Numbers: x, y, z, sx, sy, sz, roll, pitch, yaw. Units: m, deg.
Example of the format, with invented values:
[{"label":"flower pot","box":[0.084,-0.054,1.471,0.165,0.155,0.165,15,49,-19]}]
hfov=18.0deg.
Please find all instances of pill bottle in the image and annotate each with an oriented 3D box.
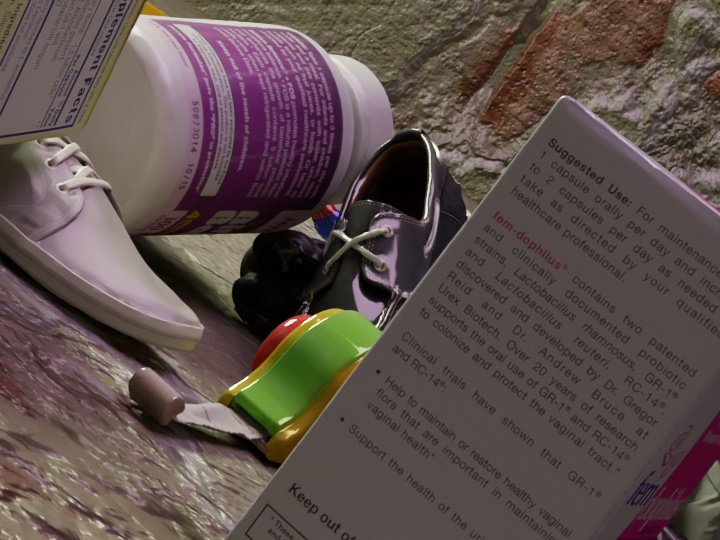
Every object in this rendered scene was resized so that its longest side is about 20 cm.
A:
[{"label":"pill bottle","box":[-0.074,-0.074,1.178,0.112,0.113,0.200,40,25,30]}]

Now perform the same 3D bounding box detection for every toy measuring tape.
[{"label":"toy measuring tape","box":[-0.028,0.045,0.976,0.074,0.074,0.200,39,7,26]}]

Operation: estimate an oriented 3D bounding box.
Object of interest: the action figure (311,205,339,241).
[{"label":"action figure","box":[0.024,0.011,1.315,0.065,0.052,0.201,-12,-71,43]}]

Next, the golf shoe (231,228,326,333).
[{"label":"golf shoe","box":[0.024,0.041,1.254,0.200,0.078,0.094,38,6,0]}]

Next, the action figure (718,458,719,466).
[{"label":"action figure","box":[0.079,0.073,1.064,0.199,0.055,0.118,-3,-27,36]}]

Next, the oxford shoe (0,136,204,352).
[{"label":"oxford shoe","box":[-0.143,-0.037,1.011,0.200,0.058,0.075,40,5,15]}]

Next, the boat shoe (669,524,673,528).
[{"label":"boat shoe","box":[0.146,0.144,1.239,0.199,0.074,0.061,24,-45,35]}]

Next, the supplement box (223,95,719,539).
[{"label":"supplement box","box":[0.056,0.055,0.771,0.103,0.200,0.101,38,7,19]}]

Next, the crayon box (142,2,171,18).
[{"label":"crayon box","box":[-0.174,-0.125,1.246,0.126,0.051,0.200,-3,-23,39]}]

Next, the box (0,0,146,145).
[{"label":"box","box":[-0.212,-0.134,0.917,0.176,0.097,0.200,39,25,20]}]

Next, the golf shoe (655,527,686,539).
[{"label":"golf shoe","box":[0.107,0.135,1.004,0.200,0.078,0.095,47,2,-13]}]

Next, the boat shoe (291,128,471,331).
[{"label":"boat shoe","box":[0.000,0.000,1.140,0.071,0.068,0.200,1,33,24]}]

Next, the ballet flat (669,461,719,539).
[{"label":"ballet flat","box":[0.192,0.145,1.109,0.068,0.068,0.201,-115,-172,-70]}]
